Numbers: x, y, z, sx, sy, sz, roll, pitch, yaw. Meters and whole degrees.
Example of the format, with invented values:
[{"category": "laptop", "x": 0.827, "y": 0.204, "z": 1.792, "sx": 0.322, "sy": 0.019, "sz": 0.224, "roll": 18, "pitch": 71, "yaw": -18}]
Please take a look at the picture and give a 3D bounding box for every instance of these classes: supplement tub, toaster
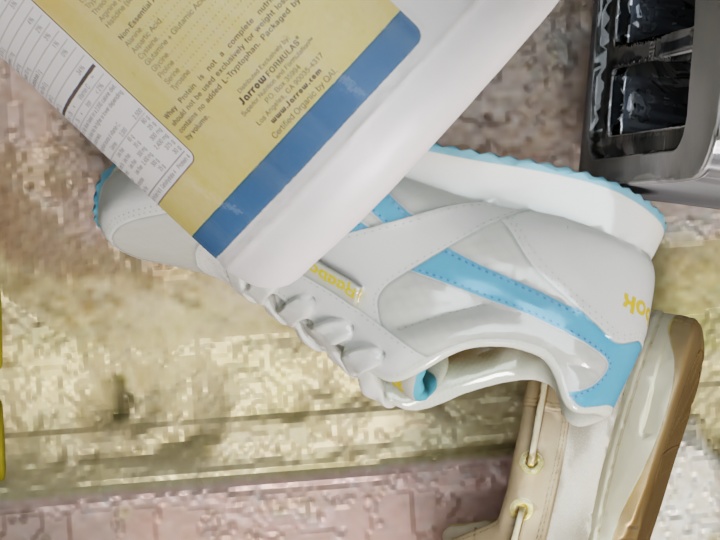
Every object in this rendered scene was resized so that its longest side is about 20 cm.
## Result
[{"category": "supplement tub", "x": -0.051, "y": -0.109, "z": 0.699, "sx": 0.200, "sy": 0.145, "sz": 0.145, "roll": 44, "pitch": 85, "yaw": -3}, {"category": "toaster", "x": 0.152, "y": -0.106, "z": 0.779, "sx": 0.118, "sy": 0.200, "sz": 0.182, "roll": 4, "pitch": 91, "yaw": -12}]

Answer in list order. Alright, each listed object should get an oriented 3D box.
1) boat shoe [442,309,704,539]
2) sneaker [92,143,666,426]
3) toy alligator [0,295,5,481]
[{"category": "boat shoe", "x": 0.063, "y": 0.104, "z": 0.840, "sx": 0.069, "sy": 0.074, "sz": 0.201, "roll": 19, "pitch": 88, "yaw": 16}, {"category": "sneaker", "x": 0.000, "y": 0.000, "z": 0.797, "sx": 0.199, "sy": 0.077, "sz": 0.081, "roll": 9, "pitch": 74, "yaw": 13}, {"category": "toy alligator", "x": -0.155, "y": 0.014, "z": 0.812, "sx": 0.059, "sy": 0.054, "sz": 0.201, "roll": -2, "pitch": 91, "yaw": -8}]
